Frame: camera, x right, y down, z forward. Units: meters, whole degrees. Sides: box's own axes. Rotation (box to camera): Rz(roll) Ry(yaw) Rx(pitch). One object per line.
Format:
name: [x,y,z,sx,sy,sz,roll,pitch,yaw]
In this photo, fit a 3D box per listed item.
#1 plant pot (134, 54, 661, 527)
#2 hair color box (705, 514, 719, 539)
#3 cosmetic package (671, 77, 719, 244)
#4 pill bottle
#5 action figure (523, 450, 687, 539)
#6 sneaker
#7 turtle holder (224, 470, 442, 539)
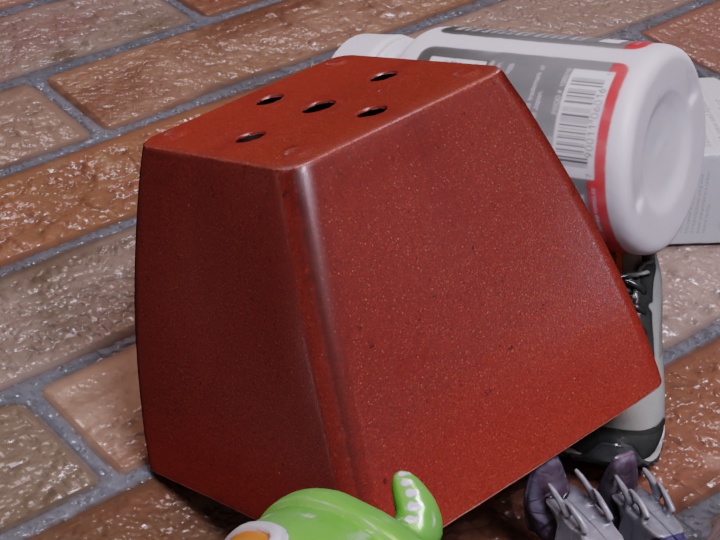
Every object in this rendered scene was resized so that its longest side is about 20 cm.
plant pot: [0.000,0.000,0.842,0.199,0.177,0.199,-28,25,-31]
hair color box: [0.168,0.133,0.699,0.060,0.100,0.200,33,53,10]
cosmetic package: [0.146,-0.070,1.103,0.198,0.074,0.102,-2,35,-9]
pill bottle: [0.082,-0.077,0.960,0.199,0.115,0.114,10,34,32]
action figure: [0.152,0.166,0.777,0.129,0.070,0.200,-12,41,-28]
sneaker: [0.135,0.033,0.951,0.073,0.080,0.201,6,37,1]
turtle holder: [-0.007,0.189,0.691,0.140,0.187,0.131,-8,19,47]
